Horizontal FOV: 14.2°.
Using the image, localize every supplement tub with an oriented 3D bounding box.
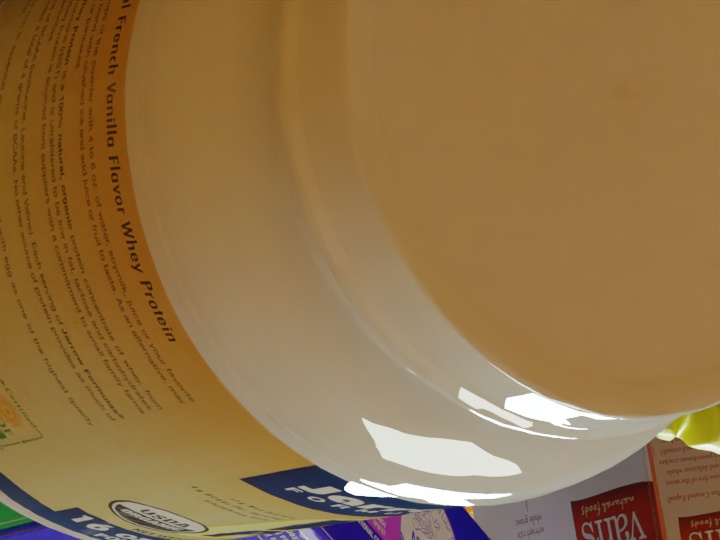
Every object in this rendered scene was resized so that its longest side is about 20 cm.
[{"bbox_3d":[-0.006,-0.018,0.609,0.144,0.145,0.200,-13,179,-34],"label":"supplement tub"}]

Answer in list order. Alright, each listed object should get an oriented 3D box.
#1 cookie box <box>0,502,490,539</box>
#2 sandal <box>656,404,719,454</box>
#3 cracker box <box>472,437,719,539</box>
[{"bbox_3d":[-0.077,0.102,0.964,0.199,0.075,0.171,-15,138,23],"label":"cookie box"},{"bbox_3d":[0.055,0.014,0.892,0.199,0.080,0.087,7,-159,-19],"label":"sandal"},{"bbox_3d":[0.084,0.020,1.060,0.058,0.201,0.134,-6,171,-26],"label":"cracker box"}]
